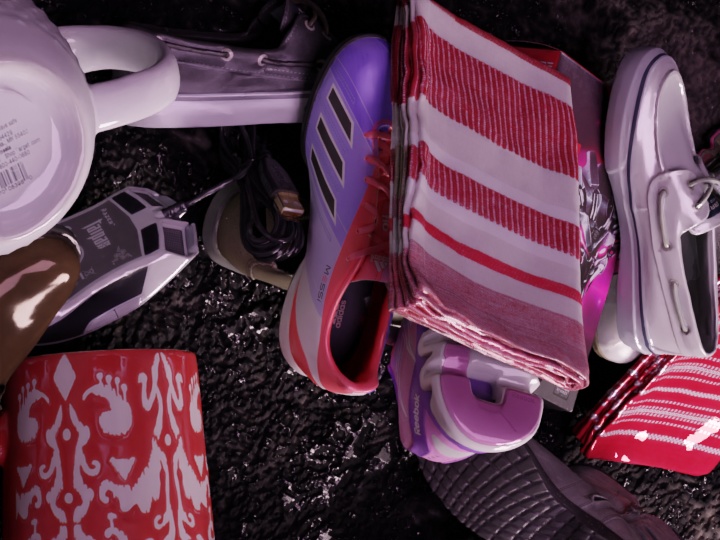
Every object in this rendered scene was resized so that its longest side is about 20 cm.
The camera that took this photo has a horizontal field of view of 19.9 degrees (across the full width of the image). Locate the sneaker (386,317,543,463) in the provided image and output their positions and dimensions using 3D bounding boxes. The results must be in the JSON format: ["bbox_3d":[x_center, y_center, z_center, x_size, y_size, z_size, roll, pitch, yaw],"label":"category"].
[{"bbox_3d":[0.050,0.023,1.168,0.080,0.089,0.201,14,57,-20],"label":"sneaker"}]

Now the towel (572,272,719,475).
[{"bbox_3d":[0.249,0.064,1.384,0.144,0.023,0.200,13,127,-40],"label":"towel"}]

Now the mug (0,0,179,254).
[{"bbox_3d":[-0.187,-0.086,1.023,0.199,0.175,0.149,-17,114,-27],"label":"mug"}]

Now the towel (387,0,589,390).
[{"bbox_3d":[0.074,-0.046,1.131,0.144,0.023,0.201,24,55,-37],"label":"towel"}]

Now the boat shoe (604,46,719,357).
[{"bbox_3d":[0.200,-0.041,1.281,0.073,0.066,0.201,-33,124,-45],"label":"boat shoe"}]

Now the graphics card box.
[{"bbox_3d":[0.110,-0.025,1.268,0.125,0.051,0.201,28,78,-49],"label":"graphics card box"}]

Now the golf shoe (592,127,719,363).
[{"bbox_3d":[0.229,-0.017,1.360,0.200,0.092,0.073,-50,126,-7],"label":"golf shoe"}]

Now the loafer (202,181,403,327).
[{"bbox_3d":[0.000,0.000,1.233,0.199,0.070,0.076,12,99,-34],"label":"loafer"}]

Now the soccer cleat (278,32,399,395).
[{"bbox_3d":[0.002,-0.029,1.141,0.068,0.073,0.201,3,104,-28],"label":"soccer cleat"}]

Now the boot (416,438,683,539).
[{"bbox_3d":[0.123,0.147,1.353,0.070,0.200,0.132,-45,172,18],"label":"boot"}]

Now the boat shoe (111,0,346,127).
[{"bbox_3d":[-0.049,-0.123,1.168,0.199,0.070,0.067,-5,111,-23],"label":"boat shoe"}]

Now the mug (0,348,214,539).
[{"bbox_3d":[-0.154,0.147,1.117,0.177,0.133,0.202,3,81,-40],"label":"mug"}]

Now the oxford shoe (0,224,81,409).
[{"bbox_3d":[-0.205,0.064,1.049,0.200,0.084,0.073,-50,139,-1],"label":"oxford shoe"}]

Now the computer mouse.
[{"bbox_3d":[-0.129,-0.010,1.146,0.199,0.110,0.044,-26,140,-8],"label":"computer mouse"}]
